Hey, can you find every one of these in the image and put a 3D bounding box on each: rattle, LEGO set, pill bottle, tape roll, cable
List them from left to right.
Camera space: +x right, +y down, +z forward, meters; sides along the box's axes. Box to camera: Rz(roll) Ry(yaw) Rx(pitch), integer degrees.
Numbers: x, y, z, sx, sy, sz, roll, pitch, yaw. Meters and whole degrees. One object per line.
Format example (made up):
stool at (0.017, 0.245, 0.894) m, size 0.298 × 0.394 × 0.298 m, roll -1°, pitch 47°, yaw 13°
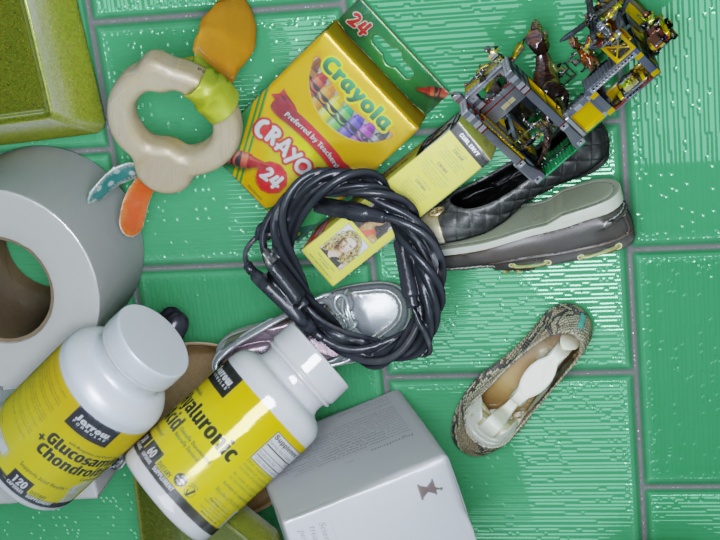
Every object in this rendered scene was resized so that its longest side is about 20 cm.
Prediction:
tape roll at (-0.325, -0.006, 1.537) m, size 0.201 × 0.139 × 0.204 m, roll 4°, pitch 112°, yaw 11°
pill bottle at (-0.250, 0.122, 1.446) m, size 0.112 × 0.112 × 0.200 m, roll 44°, pitch 116°, yaw -7°
rattle at (-0.179, -0.146, 1.479) m, size 0.129 × 0.144 × 0.200 m, roll 8°, pitch 140°, yaw -18°
pill bottle at (-0.110, 0.145, 1.458) m, size 0.200 × 0.111 × 0.111 m, roll -42°, pitch 99°, yaw -4°
cable at (0.000, 0.000, 1.449) m, size 0.200 × 0.051 × 0.163 m, roll 43°, pitch 108°, yaw -3°
LEGO set at (0.159, -0.183, 1.362) m, size 0.116 × 0.154 × 0.200 m, roll 39°, pitch 122°, yaw -24°

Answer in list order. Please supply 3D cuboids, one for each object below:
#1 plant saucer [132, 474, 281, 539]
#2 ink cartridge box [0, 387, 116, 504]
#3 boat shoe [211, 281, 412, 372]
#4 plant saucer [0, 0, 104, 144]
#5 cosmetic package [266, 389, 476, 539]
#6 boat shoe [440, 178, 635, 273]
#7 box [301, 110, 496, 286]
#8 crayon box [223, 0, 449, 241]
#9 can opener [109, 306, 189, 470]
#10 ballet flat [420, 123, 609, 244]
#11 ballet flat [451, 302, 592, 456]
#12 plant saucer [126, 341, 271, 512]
plant saucer at (-0.142, 0.282, 1.583) m, size 0.199 × 0.048 × 0.201 m, roll 33°, pitch 140°, yaw 31°
ink cartridge box at (-0.363, 0.160, 1.638) m, size 0.198 × 0.084 × 0.147 m, roll -5°, pitch 110°, yaw 13°
boat shoe at (-0.046, 0.064, 1.530) m, size 0.200 × 0.065 × 0.075 m, roll -15°, pitch 94°, yaw 3°
plant saucer at (-0.363, -0.211, 1.507) m, size 0.198 × 0.048 × 0.201 m, roll -6°, pitch 110°, yaw 14°
cosmetic package at (0.009, 0.242, 1.508) m, size 0.164 × 0.200 × 0.166 m, roll -21°, pitch 106°, yaw -6°
boat shoe at (0.154, -0.027, 1.466) m, size 0.200 × 0.072 × 0.061 m, roll -14°, pitch 118°, yaw 24°
box at (0.038, -0.070, 1.474) m, size 0.200 × 0.075 × 0.050 m, roll -39°, pitch 99°, yaw 23°
crayon box at (-0.031, -0.139, 1.473) m, size 0.127 × 0.051 × 0.200 m, roll 45°, pitch 112°, yaw -7°
can opener at (-0.232, 0.123, 1.551) m, size 0.079 × 0.063 × 0.200 m, roll 38°, pitch 90°, yaw -31°
ballet flat at (0.134, -0.085, 1.446) m, size 0.199 × 0.067 × 0.057 m, roll -29°, pitch 123°, yaw 9°
ballet flat at (0.149, 0.116, 1.521) m, size 0.068 × 0.075 × 0.200 m, roll 37°, pitch 114°, yaw -5°
plant saucer at (-0.152, 0.159, 1.622) m, size 0.199 × 0.035 × 0.202 m, roll 4°, pitch 111°, yaw 11°
